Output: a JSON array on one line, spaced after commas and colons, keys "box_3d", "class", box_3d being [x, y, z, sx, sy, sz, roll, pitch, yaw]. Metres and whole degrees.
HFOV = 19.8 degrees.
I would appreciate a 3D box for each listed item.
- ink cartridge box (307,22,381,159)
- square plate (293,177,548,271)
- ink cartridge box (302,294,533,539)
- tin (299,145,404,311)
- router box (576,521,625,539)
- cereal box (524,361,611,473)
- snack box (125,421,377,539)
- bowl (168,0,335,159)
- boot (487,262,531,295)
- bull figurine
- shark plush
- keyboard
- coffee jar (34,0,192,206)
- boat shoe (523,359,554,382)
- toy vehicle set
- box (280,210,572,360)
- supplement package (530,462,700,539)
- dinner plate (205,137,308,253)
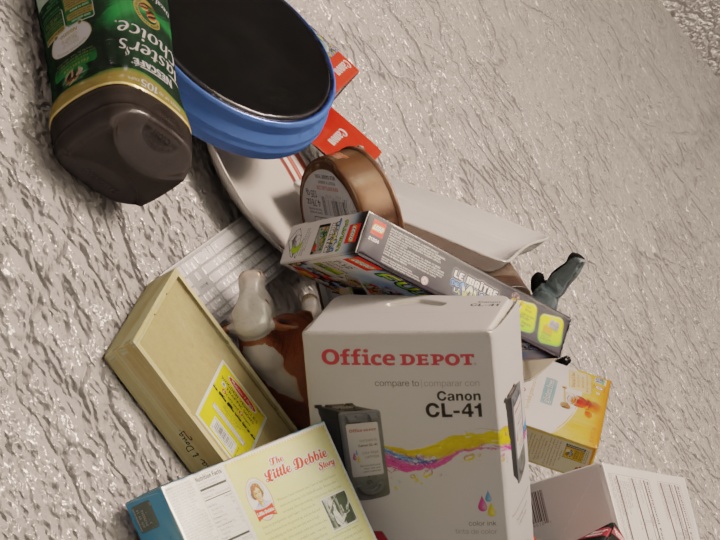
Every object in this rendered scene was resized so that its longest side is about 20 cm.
[{"box_3d": [-0.052, -0.176, 1.863, 0.200, 0.050, 0.109, 43, 23, -2], "class": "ink cartridge box"}, {"box_3d": [0.055, -0.043, 1.828, 0.198, 0.028, 0.200, 21, 12, 12], "class": "square plate"}, {"box_3d": [0.043, 0.125, 1.504, 0.086, 0.147, 0.200, -49, 135, -66], "class": "ink cartridge box"}, {"box_3d": [0.000, 0.000, 1.672, 0.112, 0.042, 0.200, 15, -60, 63], "class": "tin"}, {"box_3d": [0.138, 0.297, 1.518, 0.150, 0.200, 0.062, 60, 20, -1], "class": "router box"}, {"box_3d": [0.111, 0.105, 1.781, 0.200, 0.040, 0.144, 19, 24, 3], "class": "cereal box"}, {"box_3d": [-0.065, 0.180, 1.392, 0.200, 0.037, 0.116, -16, 80, -58], "class": "snack box"}, {"box_3d": [-0.109, -0.181, 1.717, 0.200, 0.039, 0.201, 24, 39, -21], "class": "bowl"}, {"box_3d": [0.052, 0.009, 1.846, 0.200, 0.070, 0.146, 6, 11, -29], "class": "boot"}, {"box_3d": [-0.041, 0.074, 1.596, 0.200, 0.065, 0.121, 54, 18, -18], "class": "bull figurine"}, {"box_3d": [0.156, 0.074, 1.900, 0.083, 0.200, 0.091, 31, 5, 14], "class": "shark plush"}, {"box_3d": [-0.107, 0.002, 1.622, 0.056, 0.011, 0.200, 58, 21, -4], "class": "keyboard"}, {"box_3d": [-0.184, -0.147, 1.539, 0.104, 0.085, 0.200, 37, 31, -46], "class": "coffee jar"}, {"box_3d": [0.088, 0.086, 1.695, 0.057, 0.200, 0.067, 31, -41, 34], "class": "boat shoe"}, {"box_3d": [-0.099, 0.106, 1.480, 0.200, 0.027, 0.124, 54, 22, -14], "class": "toy vehicle set"}, {"box_3d": [0.050, 0.015, 1.572, 0.200, 0.110, 0.035, 27, 72, -27], "class": "box"}, {"box_3d": [0.189, 0.257, 1.727, 0.200, 0.152, 0.151, 18, 56, -61], "class": "supplement package"}, {"box_3d": [-0.083, -0.079, 1.754, 0.200, 0.024, 0.200, 49, 20, -25], "class": "dinner plate"}]
